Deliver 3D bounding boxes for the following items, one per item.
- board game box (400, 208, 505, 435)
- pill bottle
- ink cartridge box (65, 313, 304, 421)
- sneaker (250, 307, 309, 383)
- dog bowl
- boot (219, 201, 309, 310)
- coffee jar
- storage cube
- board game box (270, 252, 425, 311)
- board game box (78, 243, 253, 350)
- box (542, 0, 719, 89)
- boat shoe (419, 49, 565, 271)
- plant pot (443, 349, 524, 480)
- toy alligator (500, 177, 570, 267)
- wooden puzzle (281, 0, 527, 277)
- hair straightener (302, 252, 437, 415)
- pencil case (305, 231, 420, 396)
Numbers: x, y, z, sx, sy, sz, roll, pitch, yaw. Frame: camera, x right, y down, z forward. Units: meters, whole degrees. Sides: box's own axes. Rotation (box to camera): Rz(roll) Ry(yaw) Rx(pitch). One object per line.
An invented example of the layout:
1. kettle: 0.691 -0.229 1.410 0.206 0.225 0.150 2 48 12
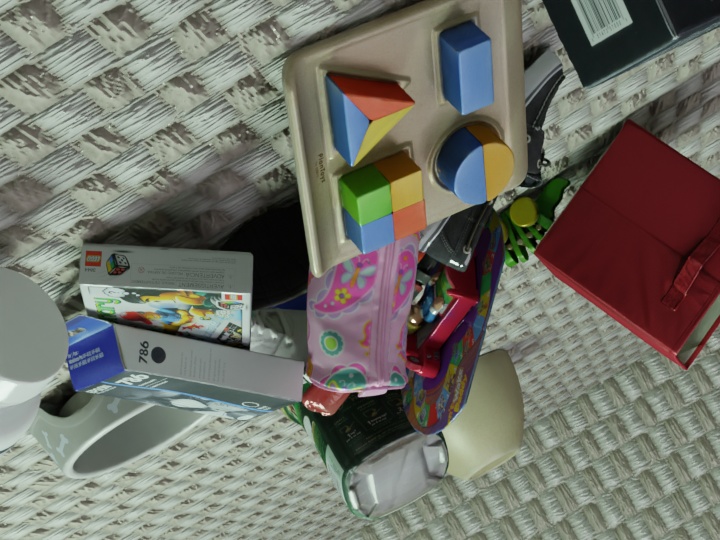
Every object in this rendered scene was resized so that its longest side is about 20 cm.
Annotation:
1. board game box: 0.059 0.034 1.420 0.039 0.202 0.158 14 -177 -18
2. pill bottle: -0.289 0.087 1.171 0.119 0.120 0.200 -12 156 -51
3. ink cartridge box: -0.153 0.080 1.352 0.198 0.040 0.099 14 160 -29
4. sneaker: -0.104 0.053 1.467 0.198 0.076 0.089 -5 136 -24
5. dog bowl: -0.207 0.124 1.580 0.199 0.059 0.200 -29 166 -8
6. boot: -0.019 -0.023 1.432 0.202 0.074 0.154 -31 168 9
7. coffee jar: -0.008 0.128 1.546 0.104 0.200 0.086 -25 130 -12
8. storage cube: 0.306 -0.024 1.757 0.172 0.179 0.200 -54 163 2
9. board game box: 0.000 0.000 1.597 0.199 0.045 0.134 -32 166 7
10. board game box: -0.146 0.030 1.320 0.125 0.035 0.200 3 161 -3
11. box: 0.236 -0.220 1.138 0.199 0.108 0.148 -25 -179 -17
12. boat shoe: 0.115 -0.084 1.364 0.201 0.066 0.070 -54 179 -20
13. plant pot: 0.161 0.225 2.487 0.199 0.135 0.201 -28 165 -8
14. toy alligator: 0.146 -0.023 1.788 0.199 0.055 0.059 -35 164 17
15. wooden puzzle: 0.044 -0.098 1.195 0.199 0.046 0.186 -27 134 -21
16. hair straightener: 0.009 0.028 1.443 0.041 0.077 0.201 23 118 -19
17. pencil case: 0.004 -0.007 1.309 0.087 0.087 0.202 -12 113 -50
